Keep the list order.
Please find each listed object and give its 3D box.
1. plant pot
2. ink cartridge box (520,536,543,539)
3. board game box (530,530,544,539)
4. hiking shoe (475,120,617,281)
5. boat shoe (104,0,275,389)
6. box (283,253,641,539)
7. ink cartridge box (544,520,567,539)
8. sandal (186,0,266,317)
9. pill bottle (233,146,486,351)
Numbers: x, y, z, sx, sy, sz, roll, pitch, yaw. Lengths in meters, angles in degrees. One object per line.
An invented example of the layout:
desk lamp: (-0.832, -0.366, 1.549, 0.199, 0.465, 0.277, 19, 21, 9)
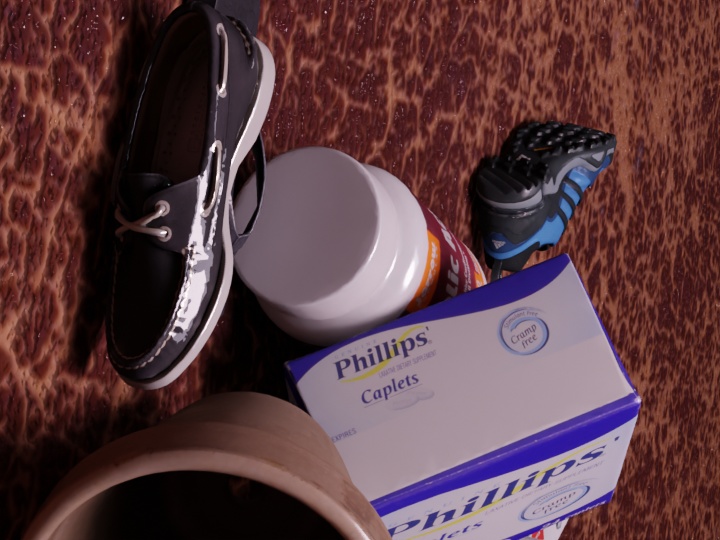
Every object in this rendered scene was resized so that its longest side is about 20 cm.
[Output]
plant pot: (-0.069, 0.146, 1.076, 0.175, 0.199, 0.202, -75, 164, -68)
ink cartridge box: (0.080, 0.238, 1.426, 0.146, 0.199, 0.083, 60, 44, -55)
board game box: (0.096, 0.325, 1.681, 0.200, 0.055, 0.197, -49, 140, -55)
hiking shoe: (0.146, -0.064, 1.695, 0.200, 0.074, 0.087, -31, 132, -52)
boat shoe: (-0.097, -0.041, 1.071, 0.060, 0.073, 0.201, 35, 69, -56)
box: (0.060, 0.101, 1.266, 0.200, 0.183, 0.105, 86, -18, -66)
ink cartridge box: (0.178, 0.199, 1.871, 0.200, 0.043, 0.175, -53, 142, -52)
sandal: (-0.078, -0.071, 1.151, 0.076, 0.043, 0.202, 2, 94, -68)
pill bottle: (0.000, 0.000, 1.269, 0.200, 0.113, 0.115, 38, 61, -65)
